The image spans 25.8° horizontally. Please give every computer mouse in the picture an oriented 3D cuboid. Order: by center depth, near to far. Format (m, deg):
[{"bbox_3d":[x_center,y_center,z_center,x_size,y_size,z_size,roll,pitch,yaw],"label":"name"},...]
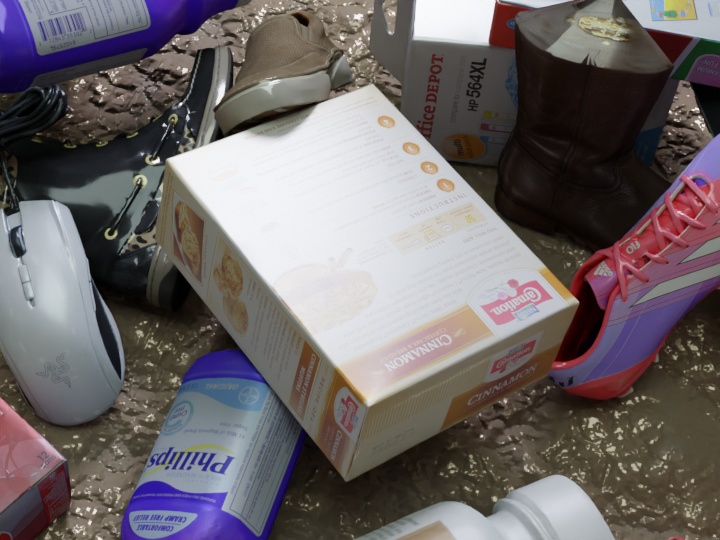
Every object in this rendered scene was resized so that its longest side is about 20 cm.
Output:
[{"bbox_3d":[-0.197,-0.005,0.945,0.109,0.044,0.201,-22,84,2],"label":"computer mouse"}]

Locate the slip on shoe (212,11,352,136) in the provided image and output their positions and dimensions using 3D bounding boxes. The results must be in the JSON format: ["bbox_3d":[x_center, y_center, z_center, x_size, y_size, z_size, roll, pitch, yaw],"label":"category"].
[{"bbox_3d":[-0.052,-0.132,1.010,0.076,0.200,0.061,-18,99,17],"label":"slip on shoe"}]

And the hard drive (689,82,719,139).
[{"bbox_3d":[0.277,-0.046,1.004,0.038,0.140,0.201,-31,55,25],"label":"hard drive"}]

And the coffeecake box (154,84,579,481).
[{"bbox_3d":[0.000,0.000,0.910,0.153,0.073,0.200,-23,58,-30],"label":"coffeecake box"}]

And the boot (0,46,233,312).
[{"bbox_3d":[-0.166,-0.074,1.028,0.150,0.073,0.201,9,62,3],"label":"boot"}]

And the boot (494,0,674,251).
[{"bbox_3d":[0.176,-0.080,0.973,0.186,0.200,0.064,13,57,6],"label":"boot"}]

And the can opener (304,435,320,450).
[{"bbox_3d":[0.007,0.019,0.985,0.066,0.053,0.200,12,56,5],"label":"can opener"}]

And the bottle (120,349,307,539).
[{"bbox_3d":[-0.091,0.140,0.884,0.083,0.065,0.200,-4,50,34],"label":"bottle"}]

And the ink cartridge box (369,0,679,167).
[{"bbox_3d":[0.105,-0.153,1.062,0.199,0.129,0.126,5,57,0],"label":"ink cartridge box"}]

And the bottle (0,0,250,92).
[{"bbox_3d":[-0.163,-0.176,1.025,0.200,0.065,0.084,-21,80,-32],"label":"bottle"}]

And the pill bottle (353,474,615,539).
[{"bbox_3d":[0.037,0.188,0.837,0.199,0.114,0.115,-21,60,-17],"label":"pill bottle"}]

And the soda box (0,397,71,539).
[{"bbox_3d":[-0.255,0.160,0.868,0.070,0.063,0.200,39,62,19],"label":"soda box"}]

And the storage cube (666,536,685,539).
[{"bbox_3d":[0.176,0.270,0.753,0.200,0.180,0.171,27,59,13],"label":"storage cube"}]

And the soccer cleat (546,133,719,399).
[{"bbox_3d":[0.176,-0.007,0.937,0.076,0.200,0.067,18,25,-38],"label":"soccer cleat"}]

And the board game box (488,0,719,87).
[{"bbox_3d":[0.190,-0.193,0.992,0.199,0.040,0.153,11,57,2],"label":"board game box"}]
